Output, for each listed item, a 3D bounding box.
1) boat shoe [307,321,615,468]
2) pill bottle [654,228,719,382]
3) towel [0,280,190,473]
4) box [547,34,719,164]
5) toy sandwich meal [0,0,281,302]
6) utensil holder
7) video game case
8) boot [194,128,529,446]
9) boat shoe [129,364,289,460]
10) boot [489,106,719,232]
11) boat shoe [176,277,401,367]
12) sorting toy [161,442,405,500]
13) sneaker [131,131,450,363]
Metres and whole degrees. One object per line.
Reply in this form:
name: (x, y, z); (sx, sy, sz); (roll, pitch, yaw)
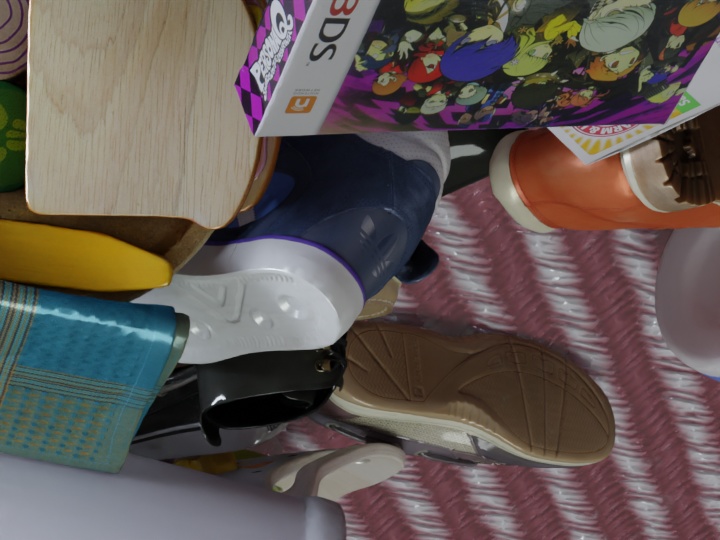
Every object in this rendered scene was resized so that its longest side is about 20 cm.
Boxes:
boat shoe: (0.055, 0.077, 1.577); (0.199, 0.072, 0.065); (11, 153, -30)
pill bottle: (0.266, 0.032, 1.510); (0.199, 0.114, 0.114); (25, 134, -39)
towel: (-0.190, 0.038, 1.251); (0.199, 0.022, 0.147); (12, 147, -15)
box: (0.090, -0.151, 1.210); (0.101, 0.113, 0.200); (-25, 144, 22)
toy sandwich meal: (-0.134, -0.069, 1.225); (0.204, 0.207, 0.070); (-5, -179, -5)
utensil holder: (-0.125, 0.171, 1.373); (0.199, 0.171, 0.170); (17, 141, -8)
video game case: (0.068, -0.125, 1.092); (0.199, 0.036, 0.182); (-3, 144, -25)
boot: (0.000, 0.000, 1.358); (0.199, 0.139, 0.077); (-21, 149, 14)
boat shoe: (-0.136, 0.072, 1.538); (0.199, 0.071, 0.064); (-12, 114, 20)
boot: (0.141, -0.053, 1.375); (0.107, 0.076, 0.200); (-13, 172, 28)
boat shoe: (-0.064, 0.029, 1.449); (0.199, 0.065, 0.072); (-4, 164, -33)
sorting toy: (-0.071, 0.139, 1.545); (0.179, 0.107, 0.200); (-20, 180, 31)
sneaker: (-0.046, -0.033, 1.320); (0.199, 0.147, 0.081); (1, 136, 42)
